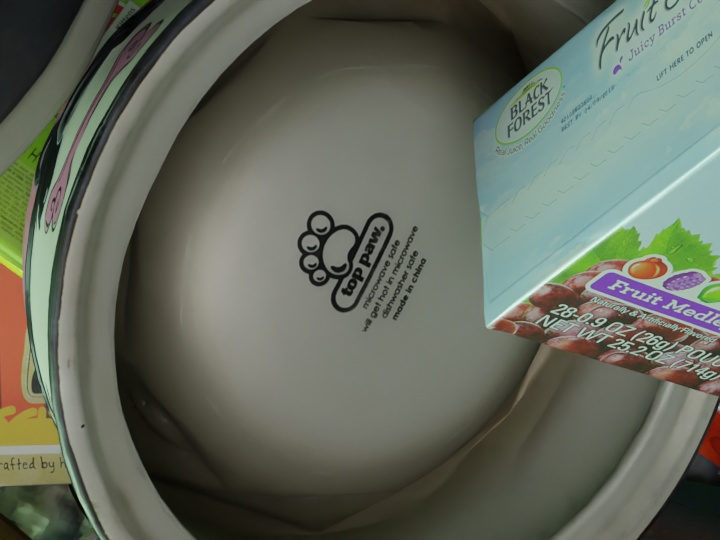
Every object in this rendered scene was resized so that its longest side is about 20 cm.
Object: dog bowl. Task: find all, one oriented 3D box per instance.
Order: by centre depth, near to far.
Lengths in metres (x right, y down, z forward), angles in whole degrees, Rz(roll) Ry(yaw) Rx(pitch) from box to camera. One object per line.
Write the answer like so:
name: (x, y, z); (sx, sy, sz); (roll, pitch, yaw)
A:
dog bowl: (0.000, 0.000, 0.754); (0.199, 0.074, 0.202); (-7, 107, -26)

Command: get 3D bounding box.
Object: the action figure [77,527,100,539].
action figure: (-0.104, 0.155, 0.837); (0.199, 0.105, 0.193); (25, 133, -39)

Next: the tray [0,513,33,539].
tray: (-0.109, 0.145, 0.907); (0.098, 0.037, 0.200); (-36, 127, 11)

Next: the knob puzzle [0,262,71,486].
knob puzzle: (-0.036, -0.041, 0.839); (0.218, 0.030, 0.222); (0, 90, 5)

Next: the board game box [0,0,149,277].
board game box: (-0.118, -0.078, 0.801); (0.199, 0.048, 0.102); (35, 84, 4)

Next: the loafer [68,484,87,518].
loafer: (0.004, 0.060, 0.889); (0.198, 0.071, 0.073); (-11, 110, 6)

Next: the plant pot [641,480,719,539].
plant pot: (0.121, 0.179, 0.874); (0.200, 0.196, 0.196); (41, 107, 6)

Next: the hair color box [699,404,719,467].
hair color box: (0.174, 0.040, 0.838); (0.199, 0.061, 0.102); (34, 79, 6)

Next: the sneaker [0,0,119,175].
sneaker: (-0.106, -0.107, 0.721); (0.106, 0.075, 0.201); (41, 72, -36)

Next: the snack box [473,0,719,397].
snack box: (0.154, -0.024, 0.692); (0.199, 0.068, 0.168); (17, 144, -31)
